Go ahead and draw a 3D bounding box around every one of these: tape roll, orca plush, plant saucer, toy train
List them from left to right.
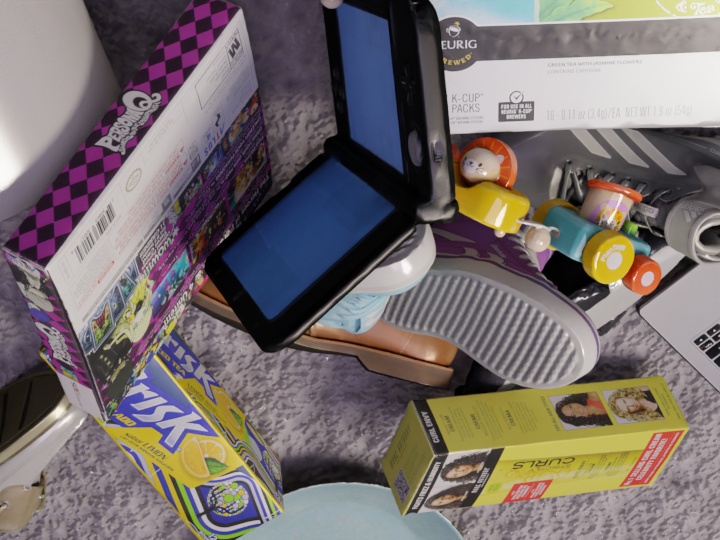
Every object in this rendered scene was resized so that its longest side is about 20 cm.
[{"bbox_3d":[-0.251,-0.116,0.998,0.202,0.203,0.139,-17,117,6],"label":"tape roll"},{"bbox_3d":[-0.014,0.230,1.287,0.201,0.039,0.201,-2,119,-3],"label":"plant saucer"},{"bbox_3d":[0.098,-0.052,1.053,0.200,0.150,0.056,24,101,5],"label":"toy train"},{"bbox_3d":[0.126,0.020,1.184,0.105,0.071,0.200,-5,145,-52],"label":"orca plush"}]

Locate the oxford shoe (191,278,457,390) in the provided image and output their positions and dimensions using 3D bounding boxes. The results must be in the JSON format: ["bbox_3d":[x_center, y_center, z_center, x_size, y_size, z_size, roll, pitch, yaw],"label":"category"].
[{"bbox_3d":[-0.028,0.023,1.172,0.200,0.071,0.071,15,87,-9],"label":"oxford shoe"}]

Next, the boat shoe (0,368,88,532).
[{"bbox_3d":[-0.252,0.142,1.214,0.200,0.075,0.068,-37,120,23],"label":"boat shoe"}]

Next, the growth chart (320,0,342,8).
[{"bbox_3d":[-0.115,-0.195,0.973,0.200,0.145,0.018,25,94,26],"label":"growth chart"}]

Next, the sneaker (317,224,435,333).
[{"bbox_3d":[0.000,0.000,1.053,0.074,0.200,0.082,-43,112,-15],"label":"sneaker"}]

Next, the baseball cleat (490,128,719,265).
[{"bbox_3d":[0.176,-0.053,1.107,0.200,0.107,0.070,1,123,-1],"label":"baseball cleat"}]

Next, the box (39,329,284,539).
[{"bbox_3d":[-0.133,0.095,1.191,0.064,0.070,0.200,-32,115,11],"label":"box"}]

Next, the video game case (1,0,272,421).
[{"bbox_3d":[-0.123,-0.034,1.024,0.036,0.200,0.181,24,154,18],"label":"video game case"}]

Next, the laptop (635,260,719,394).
[{"bbox_3d":[0.328,0.055,1.164,0.187,0.116,0.200,-39,123,16],"label":"laptop"}]

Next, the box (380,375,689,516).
[{"bbox_3d":[0.119,0.119,1.183,0.200,0.050,0.075,-3,139,-26],"label":"box"}]

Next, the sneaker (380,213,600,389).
[{"bbox_3d":[0.098,0.004,1.088,0.114,0.200,0.073,-26,121,-29],"label":"sneaker"}]

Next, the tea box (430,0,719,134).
[{"bbox_3d":[0.117,-0.193,1.013,0.200,0.134,0.197,-3,118,-1],"label":"tea box"}]

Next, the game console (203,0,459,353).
[{"bbox_3d":[-0.029,-0.070,0.980,0.116,0.200,0.176,-11,107,-13],"label":"game console"}]
